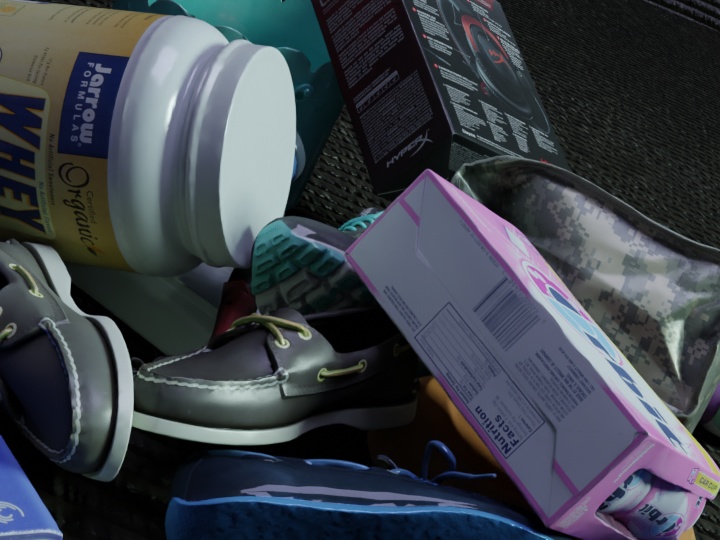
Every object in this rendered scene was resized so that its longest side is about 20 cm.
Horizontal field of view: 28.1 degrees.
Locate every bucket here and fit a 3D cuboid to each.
[{"bbox_3d":[-0.106,-0.142,1.078,0.206,0.135,0.207,19,21,-8],"label":"bucket"}]

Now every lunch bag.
[{"bbox_3d":[0.138,0.017,0.904,0.199,0.118,0.164,30,-8,15],"label":"lunch bag"}]

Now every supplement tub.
[{"bbox_3d":[-0.148,-0.075,0.806,0.199,0.145,0.144,8,18,15],"label":"supplement tub"}]

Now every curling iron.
[{"bbox_3d":[-0.078,0.017,0.804,0.049,0.026,0.200,24,41,3],"label":"curling iron"}]

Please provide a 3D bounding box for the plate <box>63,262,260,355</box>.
[{"bbox_3d":[-0.078,0.005,0.904,0.199,0.032,0.200,33,24,27],"label":"plate"}]

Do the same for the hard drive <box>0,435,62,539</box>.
[{"bbox_3d":[-0.229,0.065,0.626,0.131,0.025,0.200,3,28,-40],"label":"hard drive"}]

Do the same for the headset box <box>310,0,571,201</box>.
[{"bbox_3d":[0.055,-0.134,1.009,0.148,0.075,0.201,17,46,-47],"label":"headset box"}]

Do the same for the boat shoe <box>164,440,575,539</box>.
[{"bbox_3d":[0.011,0.112,0.670,0.199,0.084,0.069,18,24,-16],"label":"boat shoe"}]

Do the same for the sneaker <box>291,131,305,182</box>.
[{"bbox_3d":[-0.132,-0.073,0.946,0.199,0.066,0.078,9,31,29],"label":"sneaker"}]

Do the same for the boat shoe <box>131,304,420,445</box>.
[{"bbox_3d":[-0.039,0.048,0.723,0.071,0.061,0.201,17,11,36],"label":"boat shoe"}]

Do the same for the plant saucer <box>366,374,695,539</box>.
[{"bbox_3d":[0.102,0.113,0.817,0.199,0.038,0.200,19,21,-8],"label":"plant saucer"}]

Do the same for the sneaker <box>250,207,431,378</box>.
[{"bbox_3d":[0.000,0.000,0.849,0.200,0.077,0.092,31,42,-52],"label":"sneaker"}]

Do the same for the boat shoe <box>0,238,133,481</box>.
[{"bbox_3d":[-0.163,0.038,0.692,0.060,0.072,0.202,12,17,-32],"label":"boat shoe"}]

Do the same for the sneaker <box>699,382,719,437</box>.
[{"bbox_3d":[0.231,0.039,1.055,0.139,0.078,0.200,24,21,3],"label":"sneaker"}]

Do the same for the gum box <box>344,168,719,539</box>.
[{"bbox_3d":[0.091,0.051,0.729,0.113,0.066,0.200,28,21,-53],"label":"gum box"}]
